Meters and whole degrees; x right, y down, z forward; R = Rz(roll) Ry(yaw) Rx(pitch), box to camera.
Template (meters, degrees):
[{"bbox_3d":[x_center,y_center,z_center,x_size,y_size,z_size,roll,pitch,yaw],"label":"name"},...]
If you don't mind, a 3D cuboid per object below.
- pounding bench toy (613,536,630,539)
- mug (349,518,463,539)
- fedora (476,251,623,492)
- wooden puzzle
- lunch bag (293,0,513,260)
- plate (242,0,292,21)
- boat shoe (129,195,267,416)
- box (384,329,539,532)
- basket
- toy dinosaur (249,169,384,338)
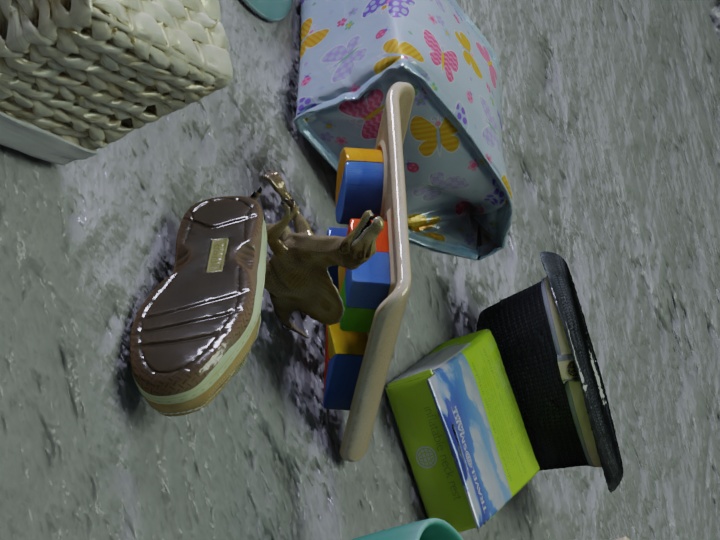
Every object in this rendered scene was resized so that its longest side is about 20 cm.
[{"bbox_3d":[0.151,0.269,1.962,0.200,0.156,0.125,47,31,-52],"label":"pounding bench toy"},{"bbox_3d":[0.006,0.226,1.650,0.185,0.114,0.152,61,22,-30],"label":"mug"},{"bbox_3d":[0.146,0.089,2.195,0.201,0.091,0.201,-15,90,-83],"label":"fedora"},{"bbox_3d":[0.000,0.000,1.848,0.185,0.046,0.200,103,-8,-50],"label":"wooden puzzle"},{"bbox_3d":[0.041,-0.117,2.051,0.200,0.127,0.170,46,28,-35],"label":"lunch bag"},{"bbox_3d":[-0.083,-0.281,1.993,0.200,0.026,0.201,-17,90,-71],"label":"plate"},{"bbox_3d":[-0.087,0.036,1.635,0.200,0.071,0.076,-69,156,-55],"label":"boat shoe"},{"bbox_3d":[0.076,0.122,2.051,0.200,0.048,0.122,-29,100,-71],"label":"box"},{"bbox_3d":[-0.167,-0.152,1.475,0.200,0.123,0.136,20,54,-66],"label":"basket"},{"bbox_3d":[-0.050,-0.001,1.756,0.058,0.200,0.101,-41,87,-27],"label":"toy dinosaur"}]
